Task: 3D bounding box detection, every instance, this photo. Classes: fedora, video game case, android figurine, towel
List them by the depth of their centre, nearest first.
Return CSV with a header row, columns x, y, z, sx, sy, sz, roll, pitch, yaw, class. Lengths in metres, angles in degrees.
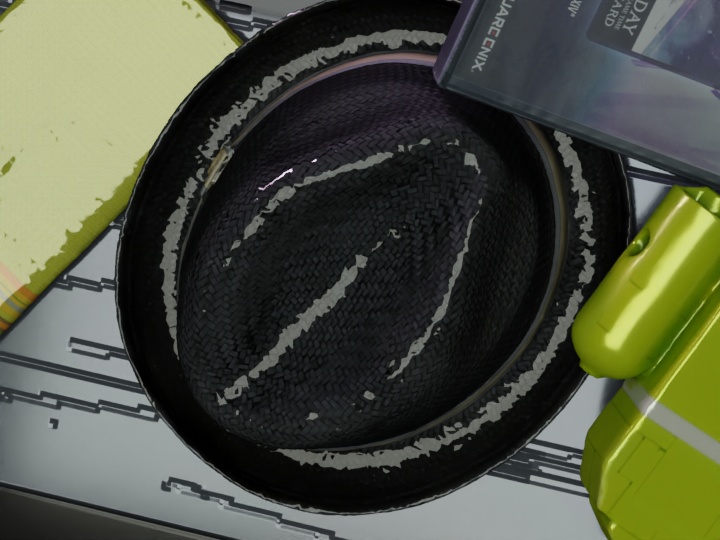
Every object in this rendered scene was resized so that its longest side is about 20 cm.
x,y,z,sx,sy,sz,roll,pitch,yaw,class
0.143,-0.093,0.733,0.200,0.019,0.143,19,112,-14,video game case
0.157,0.051,0.760,0.182,0.041,0.200,32,101,-15,android figurine
0.000,0.000,0.774,0.200,0.092,0.201,1,99,7,fedora
-0.134,-0.038,0.837,0.200,0.018,0.086,-44,94,10,towel
